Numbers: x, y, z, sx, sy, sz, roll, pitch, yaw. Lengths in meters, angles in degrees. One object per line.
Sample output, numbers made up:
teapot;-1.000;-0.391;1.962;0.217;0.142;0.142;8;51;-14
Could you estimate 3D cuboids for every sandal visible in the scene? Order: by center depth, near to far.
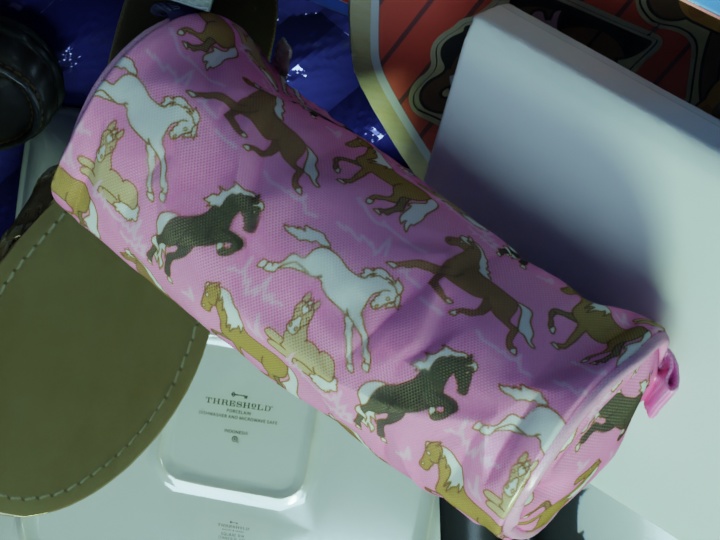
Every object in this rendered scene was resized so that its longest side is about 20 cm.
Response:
sandal;-0.082;-0.014;0.883;0.077;0.212;0.070;21;174;-8

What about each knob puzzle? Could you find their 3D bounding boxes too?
knob puzzle;0.084;-0.080;0.832;0.219;0.030;0.220;-4;137;-4

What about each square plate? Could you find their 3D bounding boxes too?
square plate;-0.041;0.052;0.930;0.200;0.028;0.199;10;94;4

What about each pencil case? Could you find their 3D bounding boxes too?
pencil case;0.000;0.000;0.787;0.200;0.083;0.087;38;95;17

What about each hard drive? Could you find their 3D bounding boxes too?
hard drive;0.104;0.019;0.793;0.200;0.027;0.132;32;126;23

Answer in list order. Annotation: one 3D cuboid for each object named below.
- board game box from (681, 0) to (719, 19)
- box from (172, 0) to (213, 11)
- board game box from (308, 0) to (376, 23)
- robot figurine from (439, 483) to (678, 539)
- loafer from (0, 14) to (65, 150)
board game box;0.112;-0.131;0.763;0.200;0.019;0.103;22;100;-26
box;-0.116;-0.177;0.747;0.200;0.051;0.158;17;130;-4
board game box;-0.063;-0.176;0.801;0.200;0.045;0.135;22;130;-8
robot figurine;0.117;0.075;0.899;0.125;0.150;0.200;8;108;44
loafer;-0.207;-0.056;0.913;0.200;0.072;0.073;-1;129;11
